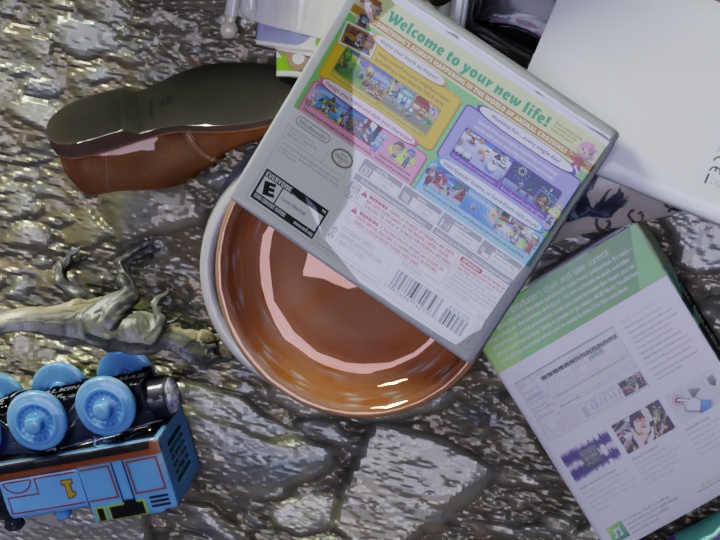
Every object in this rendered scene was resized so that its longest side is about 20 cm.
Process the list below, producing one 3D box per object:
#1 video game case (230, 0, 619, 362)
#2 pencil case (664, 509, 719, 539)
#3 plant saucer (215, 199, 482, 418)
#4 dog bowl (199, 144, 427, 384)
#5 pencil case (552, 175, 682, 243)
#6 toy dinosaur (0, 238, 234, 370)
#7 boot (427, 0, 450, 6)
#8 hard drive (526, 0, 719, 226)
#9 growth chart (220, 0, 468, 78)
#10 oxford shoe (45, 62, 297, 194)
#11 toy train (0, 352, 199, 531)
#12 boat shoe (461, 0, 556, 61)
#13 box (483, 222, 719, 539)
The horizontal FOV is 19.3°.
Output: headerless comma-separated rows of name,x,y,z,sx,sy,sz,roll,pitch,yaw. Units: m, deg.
video game case,0.040,-0.069,1.394,0.199,0.022,0.183,34,107,7
pencil case,0.236,0.232,1.488,0.199,0.085,0.093,-33,65,17
plant saucer,0.000,0.000,1.452,0.198,0.037,0.202,3,104,12
dog bowl,-0.024,-0.001,1.507,0.198,0.059,0.202,3,103,12
pencil case,0.169,-0.071,1.441,0.198,0.090,0.078,-14,127,15
toy dinosaur,-0.188,0.024,1.537,0.198,0.048,0.089,4,63,-4
boot,0.025,-0.298,1.395,0.200,0.066,0.175,44,101,18
hard drive,0.208,-0.111,1.375,0.199,0.026,0.133,24,92,16
growth chart,-0.011,-0.185,1.457,0.199,0.018,0.146,22,106,22
oxford shoe,-0.118,-0.098,1.512,0.198,0.072,0.072,-10,130,11
toy train,-0.219,0.130,1.565,0.198,0.087,0.115,-11,106,14
boat shoe,0.113,-0.180,1.438,0.199,0.057,0.067,27,106,5
box,0.186,0.081,1.493,0.144,0.036,0.201,-30,96,16
